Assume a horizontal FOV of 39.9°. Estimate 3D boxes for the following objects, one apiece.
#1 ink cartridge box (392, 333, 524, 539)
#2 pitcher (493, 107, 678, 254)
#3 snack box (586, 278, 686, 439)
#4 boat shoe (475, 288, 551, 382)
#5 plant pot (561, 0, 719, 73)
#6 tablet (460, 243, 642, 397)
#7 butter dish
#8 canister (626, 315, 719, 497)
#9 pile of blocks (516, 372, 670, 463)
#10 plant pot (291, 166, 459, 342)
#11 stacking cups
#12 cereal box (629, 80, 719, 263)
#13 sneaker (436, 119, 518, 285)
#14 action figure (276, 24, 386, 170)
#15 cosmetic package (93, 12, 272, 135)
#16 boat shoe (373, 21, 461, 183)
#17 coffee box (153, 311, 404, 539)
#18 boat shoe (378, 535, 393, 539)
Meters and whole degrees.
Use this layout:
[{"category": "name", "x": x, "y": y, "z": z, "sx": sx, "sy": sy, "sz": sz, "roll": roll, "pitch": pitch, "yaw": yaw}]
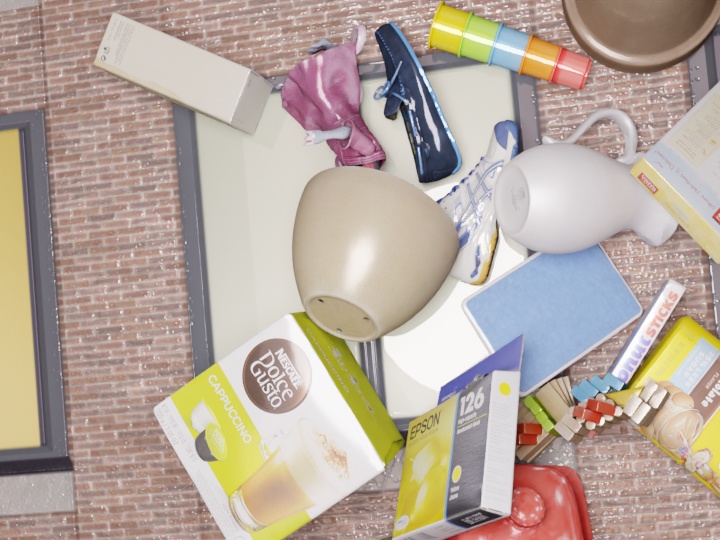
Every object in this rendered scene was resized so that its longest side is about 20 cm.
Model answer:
[{"category": "ink cartridge box", "x": 0.106, "y": 0.187, "z": 1.095, "sx": 0.046, "sy": 0.198, "sz": 0.203, "roll": 18, "pitch": 60, "yaw": -18}, {"category": "pitcher", "x": 0.251, "y": -0.107, "z": 1.140, "sx": 0.196, "sy": 0.121, "sz": 0.175, "roll": -3, "pitch": 70, "yaw": -23}, {"category": "snack box", "x": 0.314, "y": 0.102, "z": 1.159, "sx": 0.024, "sy": 0.072, "sz": 0.202, "roll": 32, "pitch": 94, "yaw": 10}, {"category": "boat shoe", "x": 0.182, "y": 0.100, "z": 1.184, "sx": 0.071, "sy": 0.068, "sz": 0.202, "roll": 33, "pitch": 93, "yaw": 10}, {"category": "plant pot", "x": 0.328, "y": -0.344, "z": 1.123, "sx": 0.196, "sy": 0.175, "sz": 0.205, "roll": -1, "pitch": 87, "yaw": 9}, {"category": "tablet", "x": 0.226, "y": 0.044, "z": 1.164, "sx": 0.198, "sy": 0.014, "sz": 0.131, "roll": -30, "pitch": 81, "yaw": -19}, {"category": "butter dish", "x": 0.172, "y": 0.288, "z": 1.099, "sx": 0.195, "sy": 0.149, "sz": 0.202, "roll": -1, "pitch": 55, "yaw": -2}, {"category": "canister", "x": 0.408, "y": 0.168, "z": 1.134, "sx": 0.199, "sy": 0.086, "sz": 0.149, "roll": 39, "pitch": 94, "yaw": 11}, {"category": "pile of blocks", "x": 0.241, "y": 0.151, "z": 1.107, "sx": 0.197, "sy": 0.062, "sz": 0.084, "roll": -22, "pitch": 68, "yaw": 21}, {"category": "plant pot", "x": 0.000, "y": 0.000, "z": 1.135, "sx": 0.197, "sy": 0.202, "sz": 0.136, "roll": 18, "pitch": 59, "yaw": 10}, {"category": "stacking cups", "x": 0.180, "y": -0.266, "z": 1.204, "sx": 0.197, "sy": 0.060, "sz": 0.062, "roll": 22, "pitch": 92, "yaw": 10}, {"category": "cereal box", "x": 0.414, "y": -0.123, "z": 1.120, "sx": 0.199, "sy": 0.040, "sz": 0.144, "roll": -40, "pitch": 82, "yaw": -24}, {"category": "sneaker", "x": 0.135, "y": -0.089, "z": 1.198, "sx": 0.087, "sy": 0.075, "sz": 0.204, "roll": 16, "pitch": 90, "yaw": 11}, {"category": "action figure", "x": -0.017, "y": -0.173, "z": 1.228, "sx": 0.147, "sy": 0.134, "sz": 0.202, "roll": -31, "pitch": 82, "yaw": -16}, {"category": "cosmetic package", "x": -0.222, "y": -0.246, "z": 1.254, "sx": 0.197, "sy": 0.103, "sz": 0.074, "roll": 25, "pitch": 93, "yaw": 11}, {"category": "boat shoe", "x": 0.057, "y": -0.204, "z": 1.211, "sx": 0.068, "sy": 0.084, "sz": 0.203, "roll": -25, "pitch": 82, "yaw": 3}, {"category": "coffee box", "x": -0.085, "y": 0.182, "z": 1.162, "sx": 0.196, "sy": 0.200, "sz": 0.202, "roll": -34, "pitch": 83, "yaw": 7}, {"category": "boat shoe", "x": 0.078, "y": 0.342, "z": 1.197, "sx": 0.197, "sy": 0.068, "sz": 0.073, "roll": -22, "pitch": 54, "yaw": -7}]
